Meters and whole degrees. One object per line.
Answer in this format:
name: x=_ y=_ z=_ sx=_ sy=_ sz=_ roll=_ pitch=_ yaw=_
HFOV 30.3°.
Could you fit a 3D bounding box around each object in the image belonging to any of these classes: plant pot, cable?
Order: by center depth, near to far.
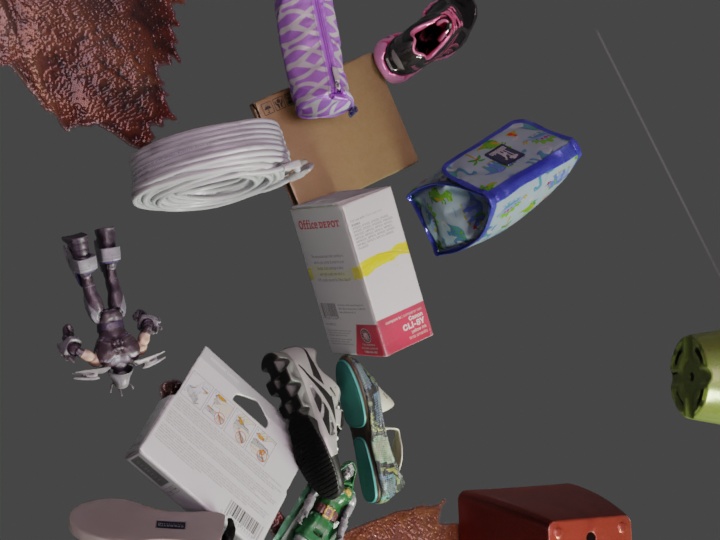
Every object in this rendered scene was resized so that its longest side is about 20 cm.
cable: x=-0.182 y=-0.126 z=1.611 sx=0.198 sy=0.199 sz=0.070 roll=-5 pitch=80 yaw=-45
plant pot: x=0.262 y=0.396 z=1.788 sx=0.197 sy=0.176 sz=0.203 roll=1 pitch=84 yaw=-27
plant pot: x=0.570 y=0.159 z=1.985 sx=0.187 sy=0.200 sz=0.204 roll=2 pitch=83 yaw=-13

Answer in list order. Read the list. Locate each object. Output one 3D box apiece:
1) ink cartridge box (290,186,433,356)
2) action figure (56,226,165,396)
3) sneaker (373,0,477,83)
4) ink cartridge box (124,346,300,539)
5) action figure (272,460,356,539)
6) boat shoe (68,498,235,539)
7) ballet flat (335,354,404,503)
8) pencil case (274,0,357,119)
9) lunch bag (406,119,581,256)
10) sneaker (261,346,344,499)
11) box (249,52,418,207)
ink cartridge box: x=0.000 y=0.000 z=1.707 sx=0.083 sy=0.145 sz=0.203 roll=-22 pitch=101 yaw=-28
action figure: x=-0.304 y=0.051 z=1.605 sx=0.129 sy=0.069 sz=0.203 roll=-13 pitch=94 yaw=-35
sneaker: x=0.109 y=-0.330 z=1.838 sx=0.200 sy=0.095 sz=0.079 roll=-43 pitch=101 yaw=-34
ink cartridge box: x=-0.173 y=0.224 z=1.663 sx=0.200 sy=0.043 sz=0.175 roll=43 pitch=48 yaw=-16
action figure: x=-0.057 y=0.331 z=1.705 sx=0.117 sy=0.055 sz=0.202 roll=35 pitch=66 yaw=-16
boat shoe: x=-0.251 y=0.335 z=1.593 sx=0.197 sy=0.075 sz=0.094 roll=8 pitch=122 yaw=0
ballet flat: x=0.017 y=0.202 z=1.750 sx=0.073 sy=0.074 sz=0.203 roll=-15 pitch=100 yaw=-27
pencil case: x=-0.063 y=-0.297 z=1.741 sx=0.083 sy=0.085 sz=0.203 roll=-8 pitch=77 yaw=-24
lunch bag: x=0.183 y=-0.114 z=1.796 sx=0.169 sy=0.199 sz=0.129 roll=-32 pitch=99 yaw=-25
sneaker: x=-0.049 y=0.189 z=1.703 sx=0.088 sy=0.074 sz=0.203 roll=-14 pitch=79 yaw=-41
box: x=-0.033 y=-0.184 z=1.793 sx=0.198 sy=0.021 sz=0.165 roll=-27 pitch=96 yaw=-27
